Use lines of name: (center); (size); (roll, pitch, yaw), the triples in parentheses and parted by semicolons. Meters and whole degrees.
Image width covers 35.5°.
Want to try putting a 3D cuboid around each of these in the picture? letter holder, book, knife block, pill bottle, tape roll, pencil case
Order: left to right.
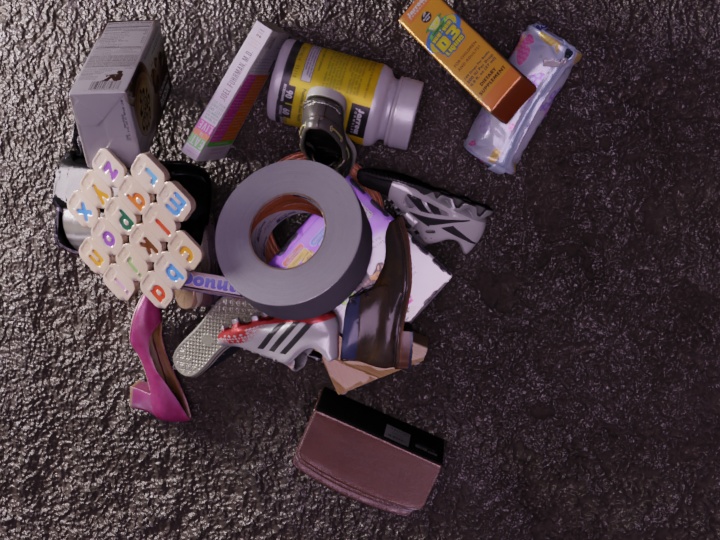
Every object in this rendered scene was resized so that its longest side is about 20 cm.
book: (-0.169, -0.245, 1.535); (0.048, 0.134, 0.201); (33, 101, -1)
tape roll: (-0.086, -0.040, 1.462); (0.198, 0.066, 0.203); (-5, 69, 12)
pill bottle: (-0.020, -0.236, 1.533); (0.198, 0.114, 0.116); (15, 101, 2)
knife block: (-0.020, 0.077, 1.616); (0.198, 0.064, 0.177); (-22, 98, 9)
letter holder: (0.004, 0.285, 1.636); (0.198, 0.101, 0.143); (24, 103, 0)
pencil case: (0.220, -0.230, 1.526); (0.083, 0.091, 0.201); (19, 107, -41)

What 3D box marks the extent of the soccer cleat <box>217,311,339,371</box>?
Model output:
soccer cleat: (-0.112, 0.097, 1.519); (0.198, 0.068, 0.086); (-12, 90, 31)

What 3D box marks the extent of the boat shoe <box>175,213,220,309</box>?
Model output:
boat shoe: (-0.234, -0.045, 1.613); (0.072, 0.064, 0.202); (-12, 80, 44)

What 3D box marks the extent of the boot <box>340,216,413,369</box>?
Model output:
boot: (0.020, 0.030, 1.472); (0.096, 0.075, 0.203); (-1, 92, -2)

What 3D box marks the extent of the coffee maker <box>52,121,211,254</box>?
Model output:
coffee maker: (-0.317, -0.109, 1.540); (0.198, 0.134, 0.194); (4, 112, 31)

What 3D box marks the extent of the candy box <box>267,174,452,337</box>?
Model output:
candy box: (0.000, 0.000, 1.546); (0.200, 0.072, 0.168); (44, 91, 1)

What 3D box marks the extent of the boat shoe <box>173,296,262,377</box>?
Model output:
boat shoe: (-0.188, 0.081, 1.623); (0.200, 0.062, 0.075); (-40, 83, 21)

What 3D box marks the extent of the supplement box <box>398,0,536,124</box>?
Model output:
supplement box: (0.140, -0.287, 1.493); (0.067, 0.069, 0.200); (-48, 63, 14)

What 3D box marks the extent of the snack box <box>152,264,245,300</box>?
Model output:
snack box: (-0.196, 0.020, 1.532); (0.198, 0.072, 0.025); (10, 84, -3)

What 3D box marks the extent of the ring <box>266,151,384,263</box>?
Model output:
ring: (-0.063, -0.071, 1.604); (0.198, 0.019, 0.203); (0, 93, -2)

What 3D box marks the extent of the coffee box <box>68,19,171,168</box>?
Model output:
coffee box: (-0.316, -0.239, 1.502); (0.079, 0.201, 0.114); (-1, 128, 5)

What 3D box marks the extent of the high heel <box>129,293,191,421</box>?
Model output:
high heel: (-0.286, 0.126, 1.643); (0.095, 0.067, 0.202); (12, 106, 13)

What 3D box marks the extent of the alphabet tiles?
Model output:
alphabet tiles: (-0.292, -0.054, 1.458); (0.196, 0.015, 0.200); (45, 123, 6)

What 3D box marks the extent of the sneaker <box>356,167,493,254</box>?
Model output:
sneaker: (0.079, -0.080, 1.573); (0.198, 0.074, 0.089); (22, 104, -2)

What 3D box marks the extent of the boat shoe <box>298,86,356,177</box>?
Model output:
boat shoe: (-0.047, -0.163, 1.492); (0.071, 0.202, 0.061); (10, 65, 8)
